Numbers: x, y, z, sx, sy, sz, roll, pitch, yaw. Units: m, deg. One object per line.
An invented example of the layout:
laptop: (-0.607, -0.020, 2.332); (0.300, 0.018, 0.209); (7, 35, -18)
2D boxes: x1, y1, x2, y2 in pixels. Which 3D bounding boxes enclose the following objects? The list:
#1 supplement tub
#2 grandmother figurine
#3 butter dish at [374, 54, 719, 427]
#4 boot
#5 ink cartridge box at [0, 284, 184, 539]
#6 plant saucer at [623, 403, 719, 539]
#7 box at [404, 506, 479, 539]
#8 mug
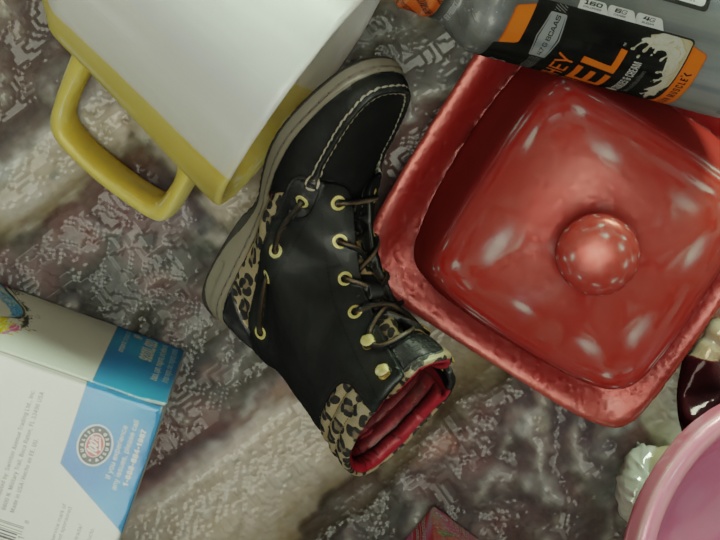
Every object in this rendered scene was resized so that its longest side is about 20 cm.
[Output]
supplement tub: (0.124, -0.159, 1.118); (0.199, 0.123, 0.123); (14, 102, -10)
grandmother figurine: (0.232, 0.084, 1.244); (0.199, 0.061, 0.122); (-36, 79, 6)
butter dish: (0.124, -0.021, 1.177); (0.199, 0.148, 0.201); (31, 101, -7)
boot: (0.000, 0.000, 1.165); (0.151, 0.073, 0.200); (53, 126, 28)
ink cartridge box: (-0.219, 0.092, 1.206); (0.199, 0.145, 0.148); (20, 100, -4)
plant saucer: (0.221, 0.164, 1.187); (0.199, 0.051, 0.202); (-3, 96, -27)
box: (0.049, 0.226, 1.204); (0.094, 0.200, 0.103); (37, 101, -7)
mug: (-0.102, -0.126, 1.164); (0.153, 0.149, 0.187); (37, 94, 1)
